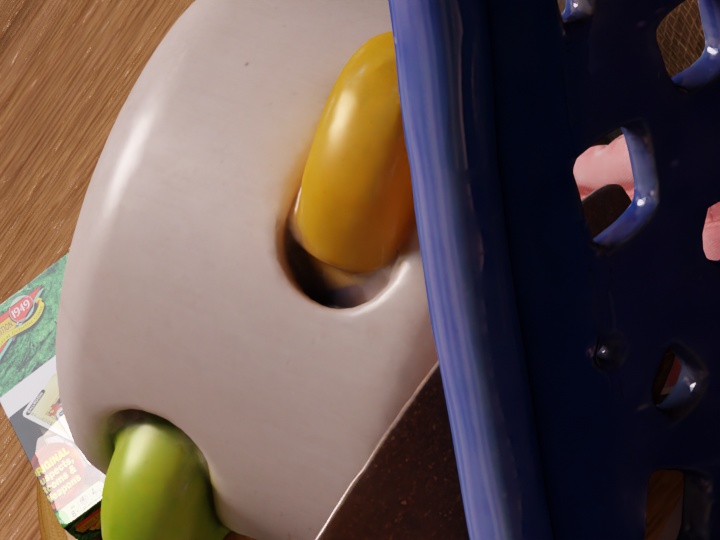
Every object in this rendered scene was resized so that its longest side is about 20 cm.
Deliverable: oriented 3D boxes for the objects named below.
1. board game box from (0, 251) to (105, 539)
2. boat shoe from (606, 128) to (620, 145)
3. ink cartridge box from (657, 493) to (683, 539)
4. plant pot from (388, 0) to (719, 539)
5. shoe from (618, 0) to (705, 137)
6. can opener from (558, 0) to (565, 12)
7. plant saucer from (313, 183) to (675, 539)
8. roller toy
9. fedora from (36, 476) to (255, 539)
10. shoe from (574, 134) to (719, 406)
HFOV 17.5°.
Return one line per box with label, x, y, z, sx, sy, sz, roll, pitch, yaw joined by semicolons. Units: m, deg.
board game box;-0.052;0.005;0.896;0.200;0.023;0.105;-38;54;5
boat shoe;0.052;-0.042;0.949;0.066;0.075;0.199;-29;8;-19
ink cartridge box;0.094;0.164;0.561;0.201;0.083;0.145;-60;21;-1
plant pot;0.140;-0.013;0.435;0.199;0.201;0.179;9;26;42
shoe;0.120;-0.064;0.744;0.053;0.070;0.200;-40;-12;-12
can opener;0.039;-0.091;0.866;0.066;0.199;0.053;-35;49;53
plant saucer;0.021;0.073;0.554;0.201;0.034;0.200;-55;-12;-17
roller toy;0.000;0.000;0.760;0.182;0.139;0.201;-42;-31;-61
fedora;-0.031;0.070;0.918;0.199;0.082;0.202;-11;61;21
shoe;0.092;0.004;0.689;0.200;0.071;0.092;133;128;-87
